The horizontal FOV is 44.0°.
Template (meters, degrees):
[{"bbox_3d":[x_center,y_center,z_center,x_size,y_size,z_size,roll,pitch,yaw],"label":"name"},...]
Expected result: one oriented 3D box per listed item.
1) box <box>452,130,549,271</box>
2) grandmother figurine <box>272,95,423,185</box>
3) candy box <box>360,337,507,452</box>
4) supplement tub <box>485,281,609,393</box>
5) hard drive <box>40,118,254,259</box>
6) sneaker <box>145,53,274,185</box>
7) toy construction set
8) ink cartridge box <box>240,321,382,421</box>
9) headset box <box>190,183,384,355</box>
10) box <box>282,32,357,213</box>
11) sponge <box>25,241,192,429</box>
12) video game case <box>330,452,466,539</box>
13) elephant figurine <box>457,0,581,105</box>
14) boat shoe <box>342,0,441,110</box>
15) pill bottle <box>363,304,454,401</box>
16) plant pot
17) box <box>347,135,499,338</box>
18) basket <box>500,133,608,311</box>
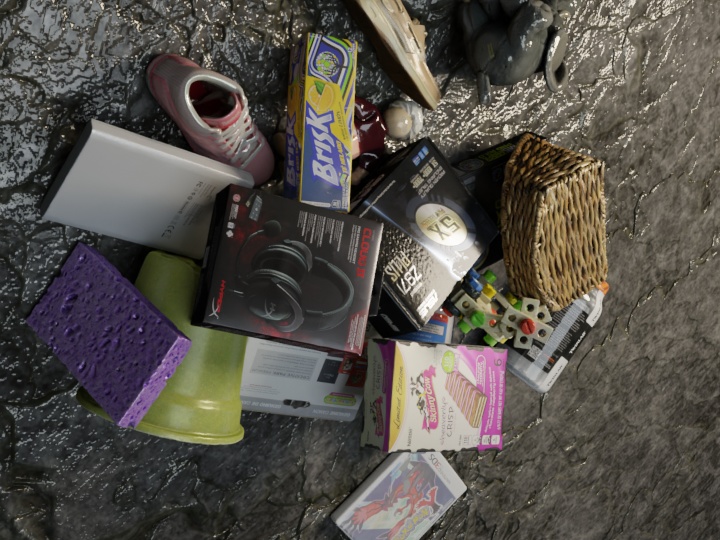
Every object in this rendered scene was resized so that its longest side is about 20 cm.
[{"bbox_3d":[0.194,-0.094,1.305,0.199,0.044,0.161,-25,123,-23],"label":"box"},{"bbox_3d":[-0.008,-0.166,1.128,0.199,0.061,0.122,-24,131,-20],"label":"grandmother figurine"},{"bbox_3d":[0.098,0.161,1.144,0.199,0.061,0.138,7,85,-36],"label":"candy box"},{"bbox_3d":[0.296,0.082,1.407,0.122,0.122,0.201,35,91,-39],"label":"supplement tub"},{"bbox_3d":[-0.236,-0.085,0.999,0.199,0.027,0.132,16,128,-38],"label":"hard drive"},{"bbox_3d":[-0.151,-0.157,1.003,0.076,0.104,0.200,-51,130,-10],"label":"sneaker"},{"bbox_3d":[0.172,0.056,1.159,0.131,0.200,0.092,43,89,-6],"label":"toy construction set"},{"bbox_3d":[-0.075,0.096,1.171,0.199,0.084,0.177,13,107,-30],"label":"ink cartridge box"},{"bbox_3d":[-0.070,0.006,0.973,0.198,0.077,0.150,14,81,-19],"label":"headset box"},{"bbox_3d":[-0.049,-0.166,1.041,0.064,0.070,0.202,3,86,-22],"label":"box"},{"bbox_3d":[-0.275,0.066,0.964,0.112,0.200,0.030,-54,148,1],"label":"sponge"},{"bbox_3d":[0.068,0.378,1.454,0.200,0.023,0.183,-43,128,-10],"label":"video game case"},{"bbox_3d":[0.228,-0.301,1.189,0.155,0.142,0.199,-42,152,26],"label":"elephant figurine"},{"bbox_3d":[0.054,-0.285,1.104,0.065,0.071,0.200,-44,127,-7],"label":"boat shoe"},{"bbox_3d":[0.064,0.145,1.226,0.112,0.112,0.202,16,80,-38],"label":"pill bottle"},{"bbox_3d":[-0.208,0.081,1.037,0.199,0.200,0.186,15,92,-38],"label":"plant pot"},{"bbox_3d":[0.057,-0.042,1.136,0.164,0.086,0.200,51,58,-13],"label":"box"},{"bbox_3d":[0.238,-0.061,1.223,0.142,0.149,0.201,-29,126,-24],"label":"basket"}]
